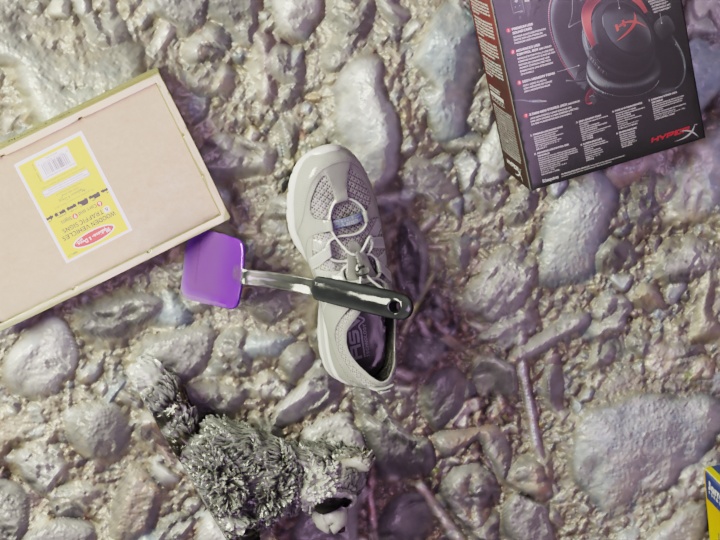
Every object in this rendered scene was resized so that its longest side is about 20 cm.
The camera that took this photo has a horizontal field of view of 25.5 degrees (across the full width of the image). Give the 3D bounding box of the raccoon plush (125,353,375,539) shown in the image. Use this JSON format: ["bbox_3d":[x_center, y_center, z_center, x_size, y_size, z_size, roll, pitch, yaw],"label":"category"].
[{"bbox_3d":[-0.076,0.129,1.244,0.133,0.097,0.201,-32,110,-9],"label":"raccoon plush"}]

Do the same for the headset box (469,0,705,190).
[{"bbox_3d":[0.167,-0.182,1.207,0.147,0.075,0.202,-17,109,-7],"label":"headset box"}]

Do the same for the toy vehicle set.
[{"bbox_3d":[-0.213,-0.053,1.192,0.198,0.027,0.125,-26,110,-3],"label":"toy vehicle set"}]

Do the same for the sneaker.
[{"bbox_3d":[0.000,0.000,1.216,0.074,0.082,0.202,-21,113,-20],"label":"sneaker"}]

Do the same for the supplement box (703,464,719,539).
[{"bbox_3d":[0.372,0.268,1.364,0.108,0.110,0.202,-12,108,-8],"label":"supplement box"}]

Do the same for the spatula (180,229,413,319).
[{"bbox_3d":[-0.051,0.010,1.188,0.198,0.021,0.057,10,99,22],"label":"spatula"}]
